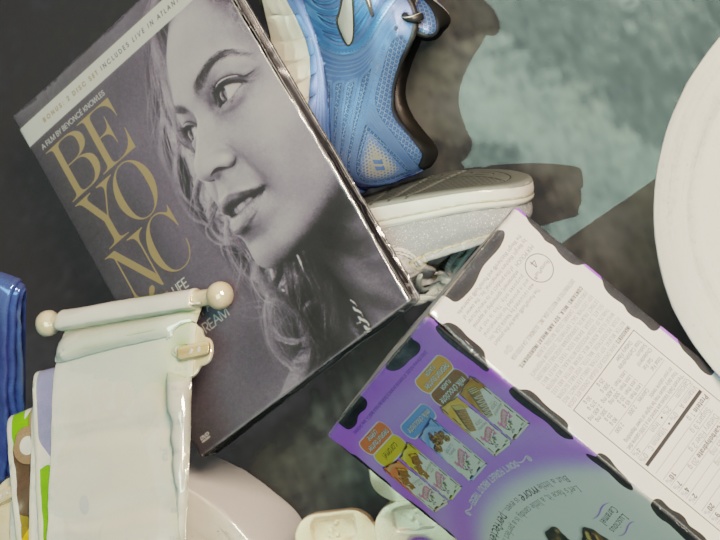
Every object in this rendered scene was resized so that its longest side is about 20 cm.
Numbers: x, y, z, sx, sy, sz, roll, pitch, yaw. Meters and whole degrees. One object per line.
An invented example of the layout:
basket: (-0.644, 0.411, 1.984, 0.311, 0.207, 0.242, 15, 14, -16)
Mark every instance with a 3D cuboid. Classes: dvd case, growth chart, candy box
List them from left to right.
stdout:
growth chart: (-0.127, 0.106, 1.245, 0.144, 0.018, 0.201, -3, 79, 38)
dvd case: (-0.074, -0.032, 1.239, 0.149, 0.016, 0.200, -37, 76, 31)
candy box: (0.101, 0.087, 1.145, 0.200, 0.168, 0.072, 39, 64, 1)

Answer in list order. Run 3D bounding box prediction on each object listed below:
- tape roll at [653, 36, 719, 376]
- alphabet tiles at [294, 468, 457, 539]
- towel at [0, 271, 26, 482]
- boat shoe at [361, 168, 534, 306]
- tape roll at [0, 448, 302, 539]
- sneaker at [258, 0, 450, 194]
tape roll: (0.244, -0.025, 1.101, 0.202, 0.139, 0.203, -2, 85, 33)
alphabet tiles: (0.071, 0.153, 1.246, 0.199, 0.015, 0.196, -8, 93, 4)
towel: (-0.261, 0.028, 1.327, 0.199, 0.024, 0.145, 19, 135, 12)
boat shoe: (-0.001, 0.001, 1.254, 0.201, 0.074, 0.065, -19, 95, 24)
tape roll: (-0.111, 0.193, 1.310, 0.202, 0.071, 0.203, 2, 96, 18)
sneaker: (-0.002, -0.136, 1.243, 0.089, 0.079, 0.201, -7, 101, 13)
